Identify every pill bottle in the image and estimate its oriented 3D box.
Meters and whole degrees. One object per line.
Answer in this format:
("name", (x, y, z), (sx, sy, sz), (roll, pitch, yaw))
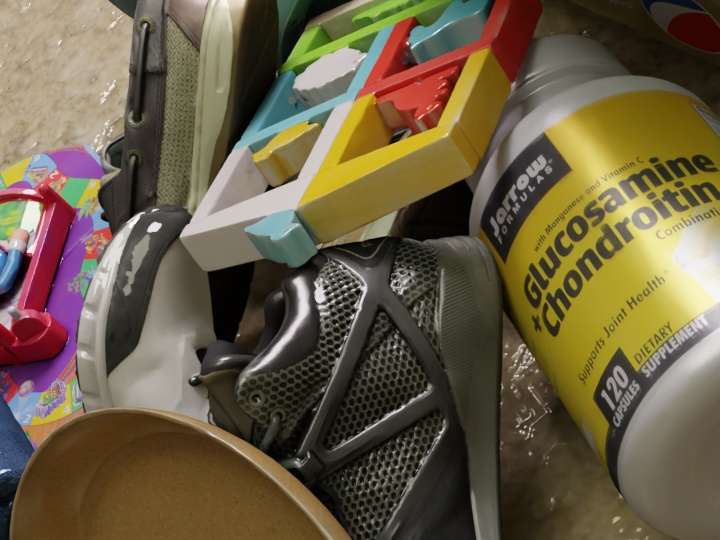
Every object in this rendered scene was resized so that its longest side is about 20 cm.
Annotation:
("pill bottle", (0.108, -0.003, 0.704), (0.112, 0.112, 0.200), (-36, 45, 6))

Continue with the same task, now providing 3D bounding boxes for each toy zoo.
("toy zoo", (0.004, -0.065, 0.747), (0.131, 0.020, 0.200), (-19, 29, 32))

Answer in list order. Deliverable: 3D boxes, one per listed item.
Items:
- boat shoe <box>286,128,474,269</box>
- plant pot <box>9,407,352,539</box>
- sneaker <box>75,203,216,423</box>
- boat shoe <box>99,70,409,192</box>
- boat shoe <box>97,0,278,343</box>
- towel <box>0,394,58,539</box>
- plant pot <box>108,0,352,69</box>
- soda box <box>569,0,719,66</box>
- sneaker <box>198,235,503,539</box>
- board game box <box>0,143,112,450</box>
("boat shoe", (0.000, 0.000, 0.803), (0.076, 0.072, 0.200), (16, 68, 41))
("plant pot", (-0.051, 0.139, 0.676), (0.200, 0.201, 0.027), (11, 25, 39))
("sneaker", (-0.068, 0.073, 0.757), (0.080, 0.074, 0.201), (3, 97, 24))
("boat shoe", (-0.030, -0.059, 0.865), (0.199, 0.071, 0.072), (-20, 47, 15))
("boat shoe", (-0.083, -0.034, 0.824), (0.066, 0.072, 0.202), (16, 107, 17))
("towel", (-0.180, 0.073, 0.806), (0.048, 0.112, 0.200), (-19, 40, -23))
("plant pot", (-0.036, -0.178, 0.898), (0.200, 0.200, 0.134), (-43, 72, -2))
("soda box", (0.134, -0.145, 0.809), (0.200, 0.064, 0.068), (30, 77, 35))
("sneaker", (-0.005, 0.086, 0.685), (0.114, 0.076, 0.200), (0, 82, -13))
("board game box", (-0.183, 0.005, 0.942), (0.158, 0.039, 0.200), (-43, 45, -2))
